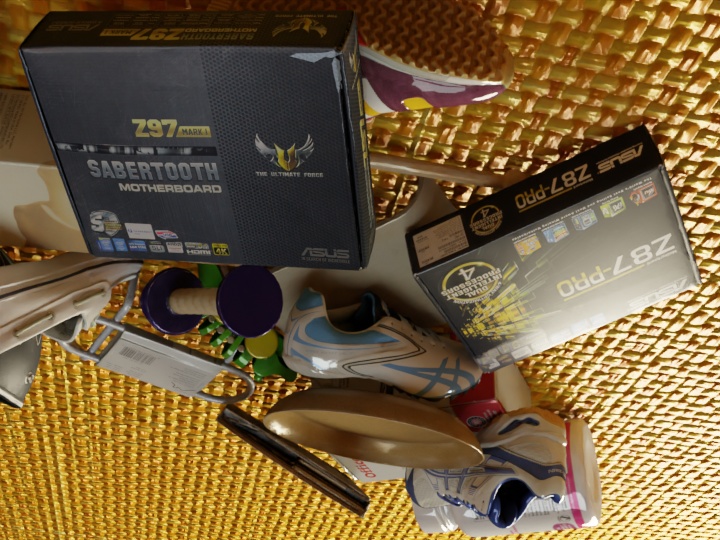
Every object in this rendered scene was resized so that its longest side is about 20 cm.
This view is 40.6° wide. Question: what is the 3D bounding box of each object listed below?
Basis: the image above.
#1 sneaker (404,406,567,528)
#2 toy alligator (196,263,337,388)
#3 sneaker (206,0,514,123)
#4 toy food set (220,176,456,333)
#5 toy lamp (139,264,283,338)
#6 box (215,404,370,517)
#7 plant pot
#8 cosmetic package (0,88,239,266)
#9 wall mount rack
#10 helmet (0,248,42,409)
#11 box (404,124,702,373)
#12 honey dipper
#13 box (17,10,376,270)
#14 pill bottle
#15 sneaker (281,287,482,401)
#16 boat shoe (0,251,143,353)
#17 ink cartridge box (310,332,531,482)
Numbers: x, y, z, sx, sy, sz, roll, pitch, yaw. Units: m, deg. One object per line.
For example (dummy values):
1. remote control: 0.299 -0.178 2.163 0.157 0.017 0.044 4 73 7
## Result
1. sneaker: 0.110 0.200 0.913 0.074 0.090 0.199 21 142 -29
2. toy alligator: -0.093 0.070 0.869 0.054 0.059 0.200 -42 104 3
3. sneaker: -0.001 -0.127 0.626 0.195 0.076 0.091 11 144 6
4. toy food set: 0.000 0.000 0.825 0.197 0.061 0.144 -23 138 20
5. toy lamp: -0.127 0.023 0.764 0.057 0.059 0.199 24 165 -26
6. box: -0.072 0.184 0.976 0.162 0.022 0.200 33 172 -2
7. plant pot: 0.012 0.138 0.853 0.195 0.028 0.201 8 159 3
8. cosmetic package: -0.180 -0.067 0.724 0.195 0.072 0.106 5 145 -1
9. wall mount rack: -0.201 0.074 0.931 0.197 0.076 0.173 25 136 -27
10. helmet: -0.364 0.048 0.798 0.189 0.201 0.202 -32 146 -12
11. box: 0.153 -0.009 0.761 0.197 0.050 0.162 -24 140 14
12. honey dipper: 0.032 -0.078 0.725 0.195 0.039 0.038 8 145 -13
13. box: -0.093 -0.078 0.602 0.195 0.052 0.160 3 131 10
14. pill bottle: 0.160 0.233 1.079 0.196 0.115 0.114 -11 143 21
15. sneaker: 0.028 0.060 0.805 0.197 0.072 0.074 12 105 -33
16. boat shoe: -0.241 0.025 0.770 0.072 0.068 0.199 -19 -179 31
17. ink cartridge box: 0.062 0.141 0.983 0.196 0.085 0.145 -12 143 20
